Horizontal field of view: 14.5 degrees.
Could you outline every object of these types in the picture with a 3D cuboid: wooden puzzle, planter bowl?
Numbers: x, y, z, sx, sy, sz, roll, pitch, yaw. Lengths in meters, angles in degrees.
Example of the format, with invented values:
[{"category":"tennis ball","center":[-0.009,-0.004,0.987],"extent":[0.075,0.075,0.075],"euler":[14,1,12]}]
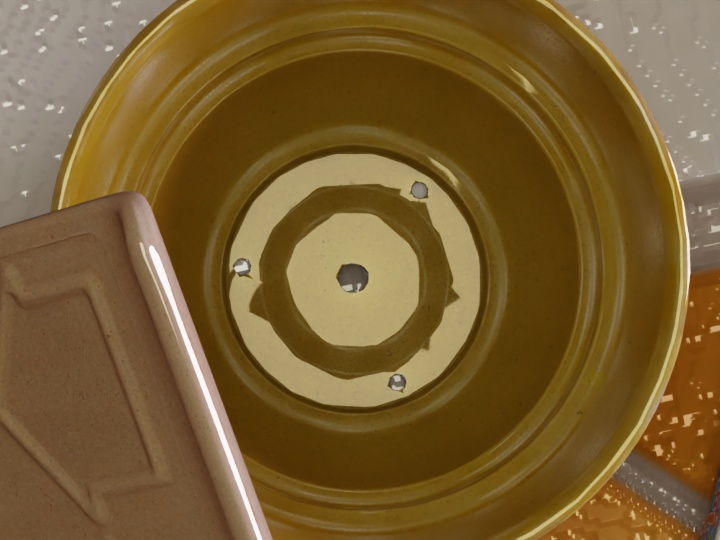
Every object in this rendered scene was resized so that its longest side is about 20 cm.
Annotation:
[{"category":"wooden puzzle","center":[-0.092,0.077,0.859],"extent":[0.046,0.200,0.186],"euler":[-27,100,-47]},{"category":"planter bowl","center":[0.000,0.000,0.915],"extent":[0.200,0.083,0.201],"euler":[0,85,-5]}]

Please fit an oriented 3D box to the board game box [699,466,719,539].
[{"category":"board game box","center":[0.190,0.094,0.945],"extent":[0.151,0.037,0.201],"euler":[16,85,-3]}]
